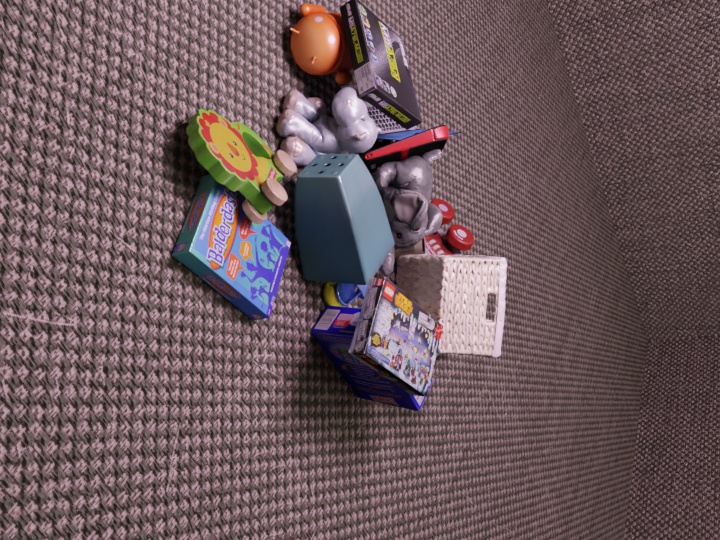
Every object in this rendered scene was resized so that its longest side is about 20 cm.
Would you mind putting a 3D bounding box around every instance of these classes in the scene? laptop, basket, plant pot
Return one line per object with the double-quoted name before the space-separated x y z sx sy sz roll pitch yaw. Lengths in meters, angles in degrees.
"laptop" 0.085 -0.347 1.535 0.185 0.115 0.204 -17 78 -43
"basket" 0.175 0.065 1.447 0.157 0.199 0.204 4 90 -27
"plant pot" -0.038 -0.102 1.304 0.142 0.138 0.204 -54 140 -47

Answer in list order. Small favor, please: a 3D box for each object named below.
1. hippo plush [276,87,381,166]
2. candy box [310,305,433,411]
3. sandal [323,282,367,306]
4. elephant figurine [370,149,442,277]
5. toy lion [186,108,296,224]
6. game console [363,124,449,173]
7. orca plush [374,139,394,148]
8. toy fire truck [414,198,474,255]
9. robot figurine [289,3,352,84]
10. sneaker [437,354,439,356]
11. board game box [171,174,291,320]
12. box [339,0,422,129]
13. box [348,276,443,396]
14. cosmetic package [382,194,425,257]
"hippo plush" -0.054 -0.255 1.339 0.159 0.158 0.205 -36 112 -54
"candy box" 0.024 0.165 1.349 0.078 0.166 0.202 -52 127 -31
"sandal" 0.000 0.000 1.432 0.080 0.085 0.202 54 40 -31
"elephant figurine" 0.099 -0.114 1.427 0.138 0.155 0.205 -10 75 -30
"toy lion" -0.198 -0.186 1.159 0.192 0.068 0.201 47 22 -20
"game console" 0.090 -0.242 1.434 0.200 0.172 0.032 2 73 -88
"orca plush" 0.072 -0.258 1.646 0.105 0.071 0.199 48 6 38
"toy fire truck" 0.152 -0.072 1.635 0.165 0.113 0.202 -8 54 -40
"robot figurine" -0.062 -0.450 1.412 0.199 0.114 0.148 -30 130 -55
"sneaker" 0.177 0.168 1.691 0.078 0.075 0.199 -54 150 3
"board game box" -0.204 -0.036 1.163 0.200 0.044 0.155 44 48 -42
"box" 0.043 -0.402 1.393 0.191 0.047 0.205 15 58 -55
"box" 0.067 0.119 1.242 0.199 0.039 0.140 38 60 -42
"cosmetic package" 0.092 -0.143 1.551 0.104 0.085 0.205 71 13 -68
